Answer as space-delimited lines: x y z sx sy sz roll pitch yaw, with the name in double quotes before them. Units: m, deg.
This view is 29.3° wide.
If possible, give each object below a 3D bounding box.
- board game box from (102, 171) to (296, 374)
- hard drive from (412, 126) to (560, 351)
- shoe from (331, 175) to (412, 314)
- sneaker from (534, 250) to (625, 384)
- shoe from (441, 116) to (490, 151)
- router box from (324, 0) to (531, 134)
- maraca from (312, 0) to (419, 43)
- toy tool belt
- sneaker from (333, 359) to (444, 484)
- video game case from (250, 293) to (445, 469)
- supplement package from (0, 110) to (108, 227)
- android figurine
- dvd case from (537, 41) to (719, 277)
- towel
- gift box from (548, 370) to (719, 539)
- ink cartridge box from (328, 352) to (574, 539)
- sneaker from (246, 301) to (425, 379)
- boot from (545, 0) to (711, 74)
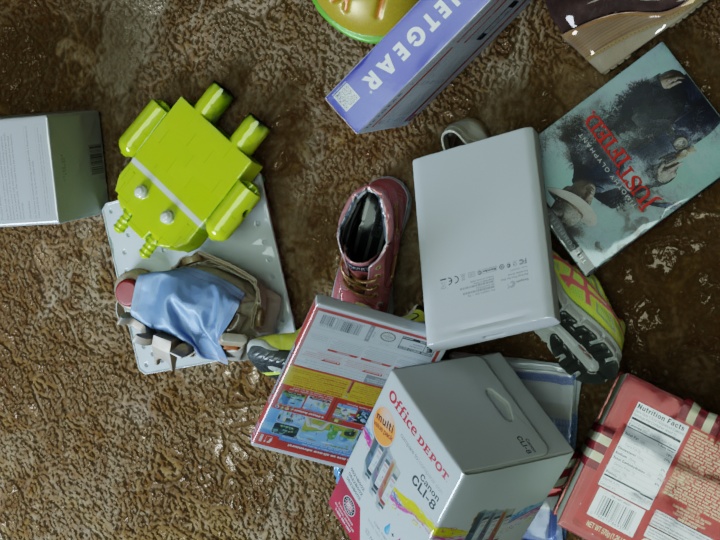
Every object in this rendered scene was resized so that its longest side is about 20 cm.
"board game box" -0.179 0.003 1.555 0.199 0.026 0.201 -11 94 19
"hard drive" 0.120 -0.031 1.346 0.131 0.026 0.201 -14 64 24
"shoe" 0.000 0.000 1.461 0.071 0.091 0.201 17 103 15
"sneaker" 0.197 0.019 1.400 0.078 0.090 0.200 -31 100 41
"shoe" 0.130 -0.061 1.430 0.070 0.053 0.201 -22 91 20
"router box" 0.075 -0.223 1.359 0.200 0.179 0.049 -44 84 18
"maraca" -0.001 -0.325 1.409 0.137 0.107 0.200 -36 80 5
"toy tool belt" -0.194 0.042 1.487 0.199 0.123 0.126 13 101 16
"sneaker" 0.032 0.167 1.486 0.082 0.071 0.200 28 102 19
"video game case" -0.012 0.120 1.395 0.142 0.017 0.201 16 124 -15
"supplement package" -0.404 -0.113 1.562 0.199 0.120 0.122 -2 99 18
"android figurine" -0.191 -0.105 1.512 0.182 0.041 0.200 44 96 22
"dvd case" 0.262 -0.110 1.371 0.200 0.022 0.146 -36 83 7
"towel" 0.158 0.189 1.473 0.146 0.024 0.201 7 100 18
"gift box" 0.281 0.213 1.348 0.184 0.187 0.201 30 91 10
"ink cartridge box" 0.087 0.205 1.378 0.146 0.144 0.201 53 134 36
"sneaker" -0.018 0.076 1.433 0.199 0.075 0.077 1 69 -6
"boot" 0.262 -0.308 1.341 0.200 0.072 0.167 -34 89 23
